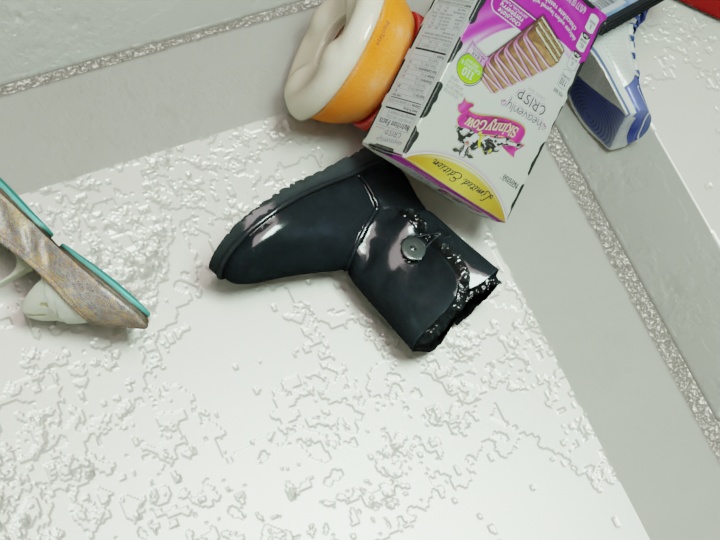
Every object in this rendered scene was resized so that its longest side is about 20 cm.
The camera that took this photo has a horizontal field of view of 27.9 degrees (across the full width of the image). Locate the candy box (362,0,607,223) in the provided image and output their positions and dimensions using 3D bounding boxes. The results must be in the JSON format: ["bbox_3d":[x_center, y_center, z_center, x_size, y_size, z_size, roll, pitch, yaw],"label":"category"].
[{"bbox_3d":[0.105,-0.159,1.201,0.136,0.061,0.201,28,88,-39],"label":"candy box"}]

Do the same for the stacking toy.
[{"bbox_3d":[0.047,-0.157,1.257,0.200,0.146,0.147,28,62,-20],"label":"stacking toy"}]

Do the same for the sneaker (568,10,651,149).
[{"bbox_3d":[0.232,-0.222,1.335,0.115,0.081,0.200,-21,71,-18],"label":"sneaker"}]

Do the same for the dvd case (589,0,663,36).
[{"bbox_3d":[0.194,-0.303,1.327,0.142,0.018,0.200,-31,65,-34],"label":"dvd case"}]

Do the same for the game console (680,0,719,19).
[{"bbox_3d":[0.406,-0.323,1.355,0.172,0.200,0.119,24,62,-1],"label":"game console"}]

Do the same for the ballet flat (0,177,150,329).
[{"bbox_3d":[-0.254,-0.002,1.141,0.200,0.068,0.067,40,83,12],"label":"ballet flat"}]

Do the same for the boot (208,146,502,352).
[{"bbox_3d":[0.000,0.000,1.183,0.200,0.076,0.168,-31,73,-30],"label":"boot"}]
